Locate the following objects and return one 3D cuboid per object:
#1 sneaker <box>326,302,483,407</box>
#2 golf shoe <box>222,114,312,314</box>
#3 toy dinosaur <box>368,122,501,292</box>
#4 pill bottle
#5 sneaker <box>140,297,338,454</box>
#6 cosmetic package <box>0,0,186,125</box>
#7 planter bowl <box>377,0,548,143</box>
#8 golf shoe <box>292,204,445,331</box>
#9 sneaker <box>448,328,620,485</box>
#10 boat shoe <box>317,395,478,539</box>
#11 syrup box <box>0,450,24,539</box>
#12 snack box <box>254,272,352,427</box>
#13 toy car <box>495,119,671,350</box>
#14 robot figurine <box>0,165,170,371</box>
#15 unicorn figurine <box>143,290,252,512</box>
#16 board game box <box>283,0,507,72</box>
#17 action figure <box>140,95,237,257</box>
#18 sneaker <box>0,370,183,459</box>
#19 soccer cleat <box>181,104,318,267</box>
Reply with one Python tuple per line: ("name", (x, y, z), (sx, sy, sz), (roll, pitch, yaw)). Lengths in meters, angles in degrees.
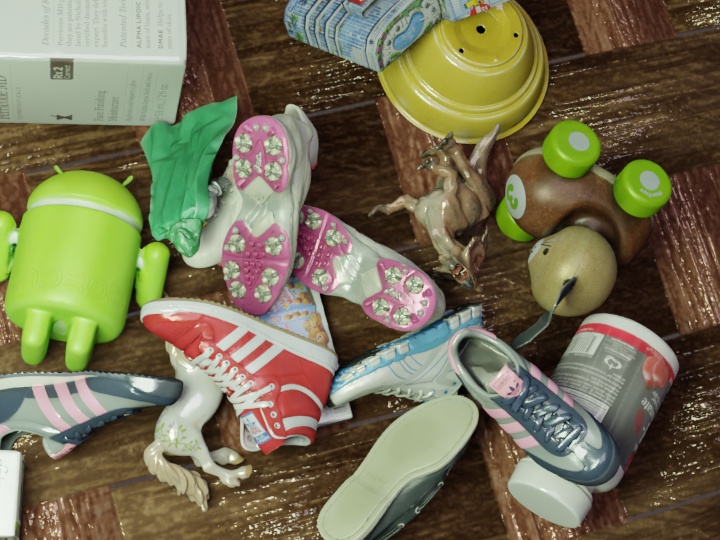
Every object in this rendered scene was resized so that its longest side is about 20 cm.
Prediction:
("sneaker", (0.055, 0.105, 1.470), (0.200, 0.075, 0.087), (-23, 94, -26))
("golf shoe", (-0.081, -0.055, 1.432), (0.075, 0.092, 0.200), (18, 112, 22))
("toy dinosaur", (0.105, -0.062, 1.539), (0.136, 0.086, 0.200), (45, 53, -7))
("pill bottle", (0.229, 0.152, 1.476), (0.111, 0.111, 0.200), (33, 69, 0))
("sneaker", (-0.118, 0.102, 1.368), (0.200, 0.071, 0.113), (20, 65, -22))
("cosmetic package", (-0.280, -0.250, 1.469), (0.200, 0.165, 0.165), (-1, 73, -11))
("planter bowl", (0.121, -0.245, 1.595), (0.200, 0.083, 0.201), (3, 72, -10))
("golf shoe", (0.000, 0.000, 1.477), (0.200, 0.091, 0.075), (34, 100, 22))
("sneaker", (0.156, 0.128, 1.387), (0.200, 0.082, 0.070), (38, 89, 27))
("boat shoe", (0.044, 0.207, 1.445), (0.074, 0.066, 0.199), (29, 66, 33))
("syrup box", (-0.410, 0.206, 1.340), (0.200, 0.081, 0.079), (3, 74, -10))
("snack box", (-0.068, 0.062, 1.488), (0.072, 0.024, 0.200), (-11, 75, -15))
("toy car", (0.198, -0.015, 1.476), (0.158, 0.164, 0.200), (28, 58, -2))
("robot figurine", (-0.274, -0.007, 1.416), (0.175, 0.116, 0.200), (10, 68, -7))
("unicorn figurine", (-0.151, 0.118, 1.423), (0.137, 0.074, 0.200), (29, 56, -17))
("board game box", (0.047, -0.302, 1.550), (0.200, 0.062, 0.200), (-44, 45, -21))
("action figure", (-0.169, -0.083, 1.443), (0.055, 0.118, 0.200), (49, 24, -34))
("sneaker", (-0.259, 0.136, 1.381), (0.200, 0.070, 0.082), (-4, 81, 18))
("soccer cleat", (-0.117, -0.087, 1.490), (0.069, 0.078, 0.200), (25, 61, 32))
